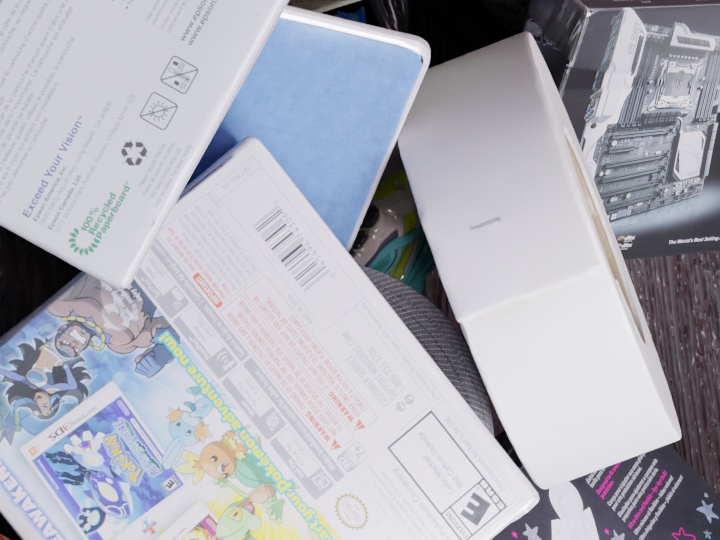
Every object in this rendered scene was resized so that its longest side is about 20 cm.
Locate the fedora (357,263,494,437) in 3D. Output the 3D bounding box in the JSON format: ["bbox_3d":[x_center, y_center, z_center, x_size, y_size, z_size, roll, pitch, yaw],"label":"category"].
[{"bbox_3d":[-0.031,0.098,1.323,0.090,0.176,0.201,102,-5,-82],"label":"fedora"}]

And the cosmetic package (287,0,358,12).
[{"bbox_3d":[-0.058,-0.143,1.303,0.105,0.200,0.071,-12,88,-55],"label":"cosmetic package"}]

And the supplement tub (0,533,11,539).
[{"bbox_3d":[-0.158,0.151,1.137,0.200,0.107,0.107,36,52,-34],"label":"supplement tub"}]

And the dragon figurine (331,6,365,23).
[{"bbox_3d":[-0.038,-0.123,1.446,0.100,0.059,0.200,59,40,-23],"label":"dragon figurine"}]

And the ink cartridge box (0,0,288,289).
[{"bbox_3d":[-0.133,-0.125,1.174,0.200,0.043,0.197,30,93,-10],"label":"ink cartridge box"}]

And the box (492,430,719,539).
[{"bbox_3d":[0.073,0.162,1.432,0.115,0.132,0.200,48,41,-3],"label":"box"}]

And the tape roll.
[{"bbox_3d":[0.080,-0.005,1.345,0.202,0.071,0.203,-20,90,-83],"label":"tape roll"}]

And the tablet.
[{"bbox_3d":[-0.081,-0.066,1.257,0.199,0.130,0.014,12,32,-19],"label":"tablet"}]

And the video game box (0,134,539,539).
[{"bbox_3d":[-0.055,0.077,1.240,0.182,0.047,0.200,-39,95,-11],"label":"video game box"}]

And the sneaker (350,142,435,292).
[{"bbox_3d":[0.000,0.000,1.431,0.200,0.077,0.080,-40,123,-37],"label":"sneaker"}]

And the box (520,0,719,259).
[{"bbox_3d":[0.165,-0.083,1.511,0.199,0.158,0.050,-5,38,-30],"label":"box"}]

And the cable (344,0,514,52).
[{"bbox_3d":[0.045,-0.110,1.564,0.163,0.051,0.201,-1,79,-54],"label":"cable"}]

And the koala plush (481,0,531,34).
[{"bbox_3d":[0.127,-0.183,1.598,0.200,0.183,0.178,-42,120,-45],"label":"koala plush"}]
